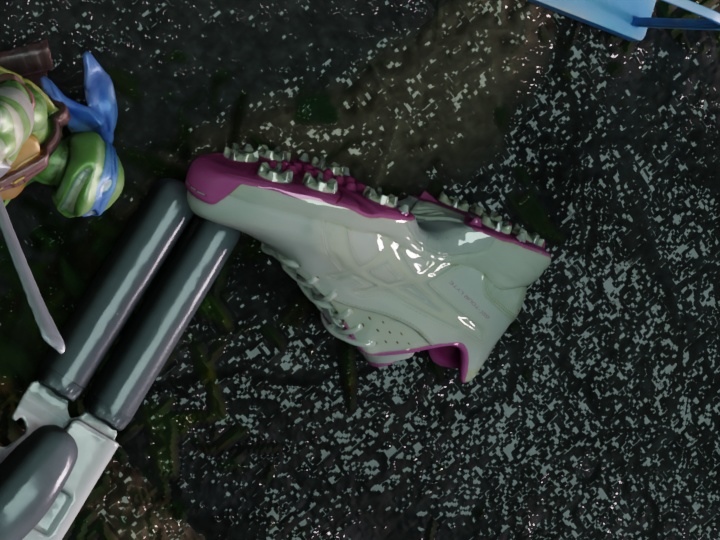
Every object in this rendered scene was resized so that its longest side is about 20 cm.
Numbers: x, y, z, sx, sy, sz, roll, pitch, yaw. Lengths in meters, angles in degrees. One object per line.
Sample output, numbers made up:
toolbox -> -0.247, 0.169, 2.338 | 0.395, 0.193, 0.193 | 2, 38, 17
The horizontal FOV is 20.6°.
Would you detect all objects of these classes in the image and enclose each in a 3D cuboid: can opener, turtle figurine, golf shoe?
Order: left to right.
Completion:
turtle figurine -> -0.201, -0.034, 0.832 | 0.192, 0.144, 0.202 | 24, 77, -14
can opener -> -0.120, 0.053, 0.923 | 0.052, 0.066, 0.201 | 34, 80, -22
golf shoe -> 0.000, 0.000, 0.944 | 0.198, 0.075, 0.092 | 16, 102, -31

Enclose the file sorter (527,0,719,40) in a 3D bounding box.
file sorter -> 0.130, -0.226, 0.941 | 0.138, 0.123, 0.202 | 17, 91, -22
